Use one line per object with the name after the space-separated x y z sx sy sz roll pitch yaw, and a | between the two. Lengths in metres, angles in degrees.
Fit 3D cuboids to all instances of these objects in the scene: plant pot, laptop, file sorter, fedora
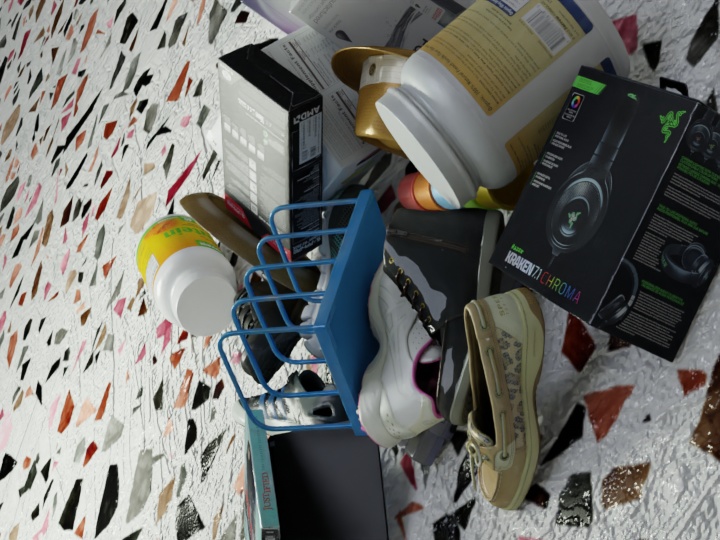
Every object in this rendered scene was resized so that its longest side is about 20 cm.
-0.118 -0.034 1.658 0.028 0.199 0.200 -54 29 5 | plant pot
-0.039 0.253 1.450 0.200 0.102 0.180 118 148 -73 | laptop
-0.044 0.043 1.415 0.121 0.140 0.201 -6 39 20 | file sorter
0.052 -0.157 1.451 0.200 0.199 0.083 2 74 61 | fedora

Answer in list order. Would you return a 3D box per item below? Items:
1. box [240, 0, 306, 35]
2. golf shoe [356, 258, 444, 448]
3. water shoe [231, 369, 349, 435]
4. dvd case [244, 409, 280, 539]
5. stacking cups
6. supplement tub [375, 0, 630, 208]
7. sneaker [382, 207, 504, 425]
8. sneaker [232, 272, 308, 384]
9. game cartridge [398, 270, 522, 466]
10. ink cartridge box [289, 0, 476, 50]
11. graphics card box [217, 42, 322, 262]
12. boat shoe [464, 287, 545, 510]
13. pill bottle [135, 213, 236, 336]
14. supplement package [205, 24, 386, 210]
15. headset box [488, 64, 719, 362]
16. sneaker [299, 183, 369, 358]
0.004 -0.340 1.635 0.199 0.199 0.124 -50 14 33 | box
0.053 0.066 1.358 0.091 0.075 0.203 -18 56 38 | golf shoe
-0.065 0.147 1.571 0.199 0.071 0.080 8 81 52 | water shoe
-0.099 0.259 1.438 0.147 0.022 0.202 -103 12 -45 | dvd case
0.103 -0.085 1.458 0.199 0.060 0.061 -2 68 66 | stacking cups
0.126 -0.166 1.298 0.199 0.145 0.144 -39 29 -3 | supplement tub
0.066 0.039 1.297 0.105 0.075 0.203 4 65 15 | sneaker
-0.108 0.060 1.612 0.076 0.090 0.200 -55 1 18 | sneaker
0.081 0.074 1.395 0.202 0.038 0.130 -64 31 7 | game cartridge
0.046 -0.285 1.529 0.146 0.199 0.085 -43 26 38 | ink cartridge box
-0.095 -0.123 1.535 0.125 0.051 0.202 39 144 35 | graphics card box
0.110 0.110 1.208 0.073 0.062 0.203 -134 40 -61 | boat shoe
-0.226 0.009 1.917 0.112 0.110 0.200 -62 28 11 | pill bottle
-0.063 -0.157 1.622 0.110 0.157 0.200 -34 -5 -31 | supplement package
0.218 -0.057 1.174 0.202 0.092 0.174 -64 28 6 | headset box
0.000 0.000 1.576 0.090 0.077 0.203 -8 66 41 | sneaker
